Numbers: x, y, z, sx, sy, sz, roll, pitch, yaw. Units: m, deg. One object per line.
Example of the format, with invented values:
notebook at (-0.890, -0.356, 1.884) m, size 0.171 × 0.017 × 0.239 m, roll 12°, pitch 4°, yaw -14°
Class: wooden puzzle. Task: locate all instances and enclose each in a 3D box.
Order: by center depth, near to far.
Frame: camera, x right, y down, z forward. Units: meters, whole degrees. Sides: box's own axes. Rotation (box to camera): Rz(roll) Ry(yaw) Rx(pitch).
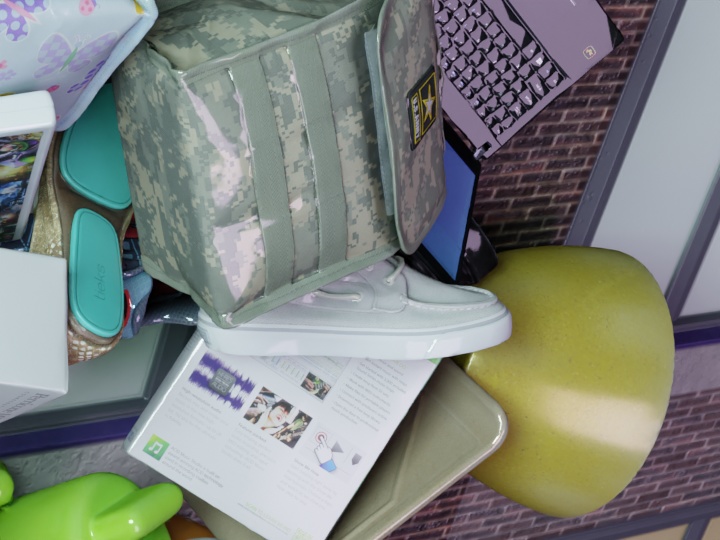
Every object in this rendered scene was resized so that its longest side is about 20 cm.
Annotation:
wooden puzzle at (-0.015, 0.127, 1.550) m, size 0.200 × 0.185 × 0.037 m, roll -40°, pitch 131°, yaw -7°

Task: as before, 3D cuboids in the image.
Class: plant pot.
plant pot at (0.106, 0.066, 1.619) m, size 0.142 × 0.200 × 0.201 m, roll 16°, pitch 113°, yaw -33°

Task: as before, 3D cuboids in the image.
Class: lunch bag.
lunch bag at (-0.228, -0.129, 1.185) m, size 0.169 × 0.128 × 0.200 m, roll -10°, pitch 161°, yaw -31°
lunch bag at (-0.030, -0.084, 1.285) m, size 0.199 × 0.117 × 0.165 m, roll -24°, pitch 124°, yaw -27°

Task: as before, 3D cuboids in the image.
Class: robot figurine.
robot figurine at (-0.201, 0.201, 1.471) m, size 0.199 × 0.176 × 0.116 m, roll -20°, pitch -173°, yaw 26°

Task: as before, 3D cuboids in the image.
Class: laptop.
laptop at (0.070, -0.124, 1.436) m, size 0.200 × 0.103 × 0.177 m, roll -41°, pitch 125°, yaw 2°

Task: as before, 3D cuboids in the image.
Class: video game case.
video game case at (-0.261, -0.041, 1.200) m, size 0.181 × 0.023 × 0.200 m, roll -9°, pitch 166°, yaw -16°

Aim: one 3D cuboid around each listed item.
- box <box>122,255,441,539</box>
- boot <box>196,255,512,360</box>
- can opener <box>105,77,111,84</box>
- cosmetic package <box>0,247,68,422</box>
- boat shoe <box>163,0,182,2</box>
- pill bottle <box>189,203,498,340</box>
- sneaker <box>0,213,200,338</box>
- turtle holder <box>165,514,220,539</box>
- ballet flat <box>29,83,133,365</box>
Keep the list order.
box at (-0.040, 0.068, 1.451) m, size 0.144 × 0.036 × 0.200 m, roll 34°, pitch 89°, yaw -14°
boot at (0.000, 0.000, 1.392) m, size 0.199 × 0.074 × 0.096 m, roll -1°, pitch 105°, yaw -14°
can opener at (-0.103, -0.146, 1.336) m, size 0.199 × 0.079 × 0.064 m, roll -12°, pitch 136°, yaw -21°
cosmetic package at (-0.266, 0.029, 1.196) m, size 0.199 × 0.082 × 0.113 m, roll 11°, pitch 159°, yaw -33°
boat shoe at (-0.055, -0.214, 1.310) m, size 0.200 × 0.068 × 0.075 m, roll -34°, pitch 140°, yaw -14°
pill bottle at (-0.008, 0.026, 1.528) m, size 0.200 × 0.112 × 0.112 m, roll -40°, pitch 141°, yaw -6°
sneaker at (-0.168, 0.000, 1.376) m, size 0.199 × 0.095 × 0.080 m, roll -4°, pitch 123°, yaw -40°
turtle holder at (-0.145, 0.255, 1.592) m, size 0.141 × 0.132 × 0.186 m, roll -21°, pitch 136°, yaw -28°
ballet flat at (-0.169, -0.028, 1.313) m, size 0.065 × 0.201 × 0.070 m, roll -31°, pitch 128°, yaw 33°
